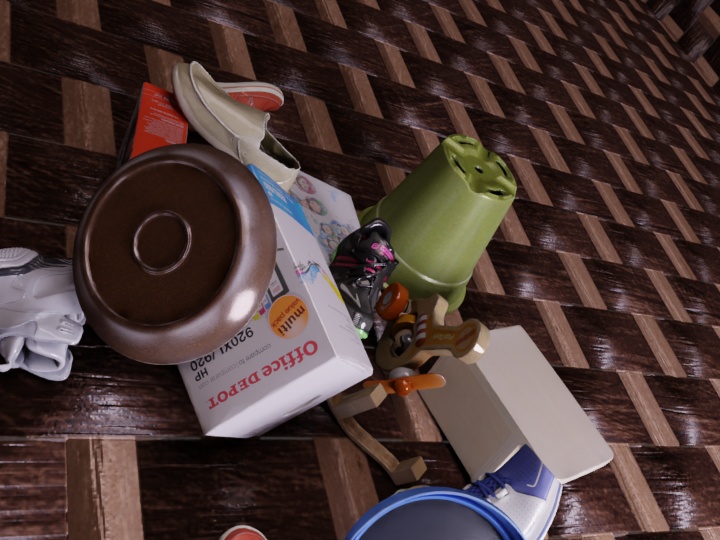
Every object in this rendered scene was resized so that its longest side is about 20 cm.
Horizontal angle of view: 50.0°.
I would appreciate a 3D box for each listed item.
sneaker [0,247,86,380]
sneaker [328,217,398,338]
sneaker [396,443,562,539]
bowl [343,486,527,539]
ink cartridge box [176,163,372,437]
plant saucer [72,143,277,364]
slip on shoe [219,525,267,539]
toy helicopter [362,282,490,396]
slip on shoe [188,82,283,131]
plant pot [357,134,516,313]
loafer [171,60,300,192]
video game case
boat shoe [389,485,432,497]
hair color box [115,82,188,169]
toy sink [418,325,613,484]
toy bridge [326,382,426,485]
[{"bbox_3d":[-0.268,0.037,0.742,0.196,0.076,0.117,-6,57,-37],"label":"sneaker"},{"bbox_3d":[0.000,0.000,0.905,0.076,0.084,0.202,33,31,-17],"label":"sneaker"},{"bbox_3d":[0.095,0.240,0.738,0.115,0.200,0.080,43,-6,-13],"label":"sneaker"},{"bbox_3d":[0.063,0.292,0.683,0.198,0.203,0.039,33,-3,-6],"label":"bowl"},{"bbox_3d":[-0.101,0.038,0.751,0.204,0.145,0.145,63,7,17],"label":"ink cartridge box"},{"bbox_3d":[-0.171,-0.022,0.683,0.202,0.199,0.032,52,0,18],"label":"plant saucer"},{"bbox_3d":[-0.073,0.306,0.641,0.073,0.062,0.203,4,48,-34],"label":"slip on shoe"},{"bbox_3d":[0.075,0.088,0.887,0.078,0.199,0.134,35,71,-23],"label":"toy helicopter"},{"bbox_3d":[-0.179,-0.227,1.081,0.199,0.073,0.063,-22,102,-56],"label":"slip on shoe"},{"bbox_3d":[0.117,-0.078,1.075,0.196,0.191,0.203,22,39,-20],"label":"plant pot"},{"bbox_3d":[-0.142,-0.171,0.915,0.201,0.067,0.076,50,21,-25],"label":"loafer"},{"bbox_3d":[-0.065,-0.061,1.010,0.179,0.024,0.203,23,35,-35],"label":"video game case"},{"bbox_3d":[0.119,0.272,0.818,0.196,0.077,0.073,18,41,-25],"label":"boat shoe"},{"bbox_3d":[-0.241,-0.101,0.868,0.063,0.112,0.203,16,43,-25],"label":"hair color box"},{"bbox_3d":[0.181,0.184,0.931,0.128,0.113,0.202,-5,50,-41],"label":"toy sink"},{"bbox_3d":[-0.003,0.144,0.845,0.027,0.066,0.203,-37,99,-51],"label":"toy bridge"}]
